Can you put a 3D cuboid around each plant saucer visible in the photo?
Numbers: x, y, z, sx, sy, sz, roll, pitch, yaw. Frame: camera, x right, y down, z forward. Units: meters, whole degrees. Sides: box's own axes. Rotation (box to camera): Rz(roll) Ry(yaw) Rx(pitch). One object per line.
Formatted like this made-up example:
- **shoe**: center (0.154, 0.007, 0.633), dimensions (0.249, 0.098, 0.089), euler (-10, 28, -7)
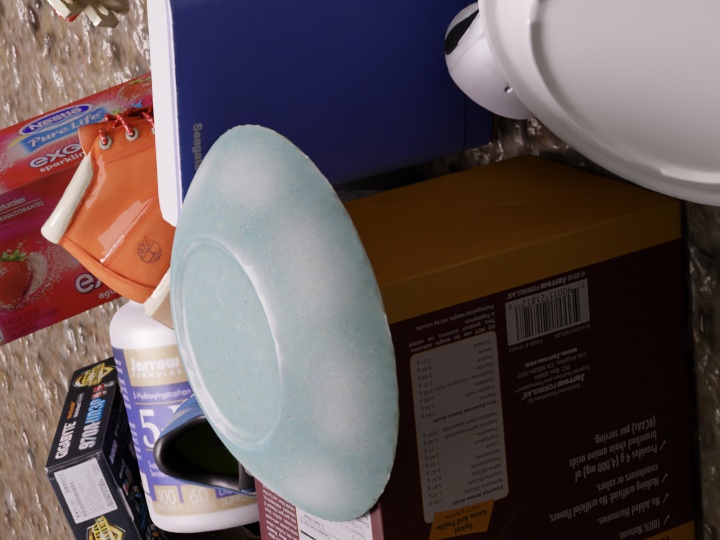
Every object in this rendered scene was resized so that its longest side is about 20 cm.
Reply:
- **plant saucer**: center (-0.050, 0.031, 1.151), dimensions (0.201, 0.039, 0.201), euler (35, 133, 50)

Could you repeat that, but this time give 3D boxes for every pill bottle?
- **pill bottle**: center (-0.103, 0.065, 1.589), dimensions (0.120, 0.120, 0.200), euler (2, 107, 60)

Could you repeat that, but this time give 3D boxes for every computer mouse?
- **computer mouse**: center (0.096, -0.114, 1.188), dimensions (0.110, 0.044, 0.200), euler (31, 157, -11)

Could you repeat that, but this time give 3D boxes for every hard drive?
- **hard drive**: center (-0.017, -0.108, 1.263), dimensions (0.025, 0.200, 0.132), euler (33, 132, 50)

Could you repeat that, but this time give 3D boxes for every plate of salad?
- **plate of salad**: center (0.149, -0.104, 1.066), dimensions (0.200, 0.048, 0.200), euler (19, 144, 14)

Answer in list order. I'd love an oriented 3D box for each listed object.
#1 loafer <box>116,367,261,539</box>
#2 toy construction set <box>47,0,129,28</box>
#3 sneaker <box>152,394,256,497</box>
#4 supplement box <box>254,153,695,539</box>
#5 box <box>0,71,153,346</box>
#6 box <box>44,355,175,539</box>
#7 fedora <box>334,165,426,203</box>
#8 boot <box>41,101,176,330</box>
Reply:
- **loafer**: center (-0.112, 0.116, 1.701), dimensions (0.071, 0.073, 0.200), euler (-20, 90, 32)
- **toy construction set**: center (-0.158, -0.238, 1.483), dimensions (0.200, 0.092, 0.131), euler (-59, 10, 26)
- **sneaker**: center (-0.037, 0.112, 1.466), dimensions (0.200, 0.089, 0.079), euler (-6, 102, 21)
- **supplement box**: center (0.056, 0.066, 1.228), dimensions (0.133, 0.197, 0.200), euler (23, 123, 55)
- **box**: center (-0.165, -0.042, 1.434), dimensions (0.100, 0.200, 0.096), euler (43, 152, 59)
- **box**: center (-0.167, 0.167, 1.705), dimensions (0.200, 0.046, 0.159), euler (-94, -17, -72)
- **fedora**: center (0.000, 0.000, 1.373), dimensions (0.201, 0.200, 0.092), euler (108, 166, -46)
- **boot**: center (-0.100, -0.075, 1.335), dimensions (0.200, 0.107, 0.075), euler (-57, 4, 12)
